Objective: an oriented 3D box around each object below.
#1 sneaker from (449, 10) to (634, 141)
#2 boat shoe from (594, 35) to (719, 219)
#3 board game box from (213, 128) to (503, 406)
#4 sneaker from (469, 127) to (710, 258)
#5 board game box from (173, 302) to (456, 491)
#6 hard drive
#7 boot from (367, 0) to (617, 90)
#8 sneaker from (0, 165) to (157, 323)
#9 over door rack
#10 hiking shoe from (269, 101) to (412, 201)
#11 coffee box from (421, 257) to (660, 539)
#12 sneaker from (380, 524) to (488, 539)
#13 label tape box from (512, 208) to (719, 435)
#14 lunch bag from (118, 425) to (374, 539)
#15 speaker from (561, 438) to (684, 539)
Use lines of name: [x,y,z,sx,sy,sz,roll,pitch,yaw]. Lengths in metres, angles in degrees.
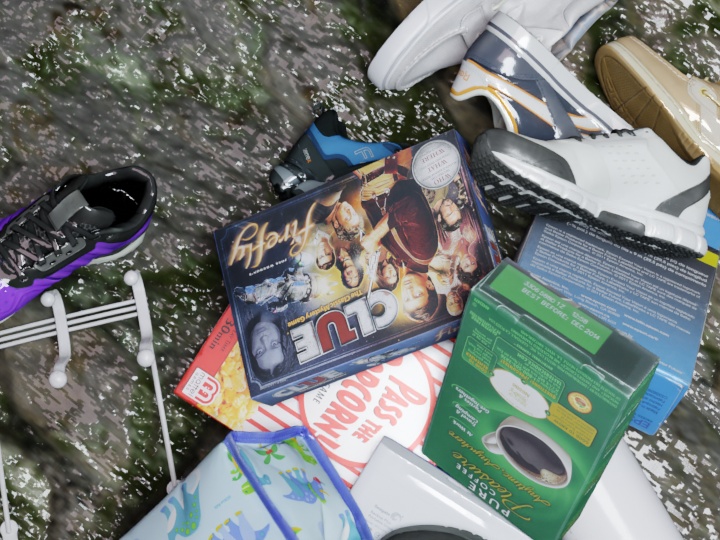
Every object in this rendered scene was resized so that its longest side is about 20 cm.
sneaker: [0.154,-0.103,1.017,0.200,0.078,0.079,38,97,-12]
boat shoe: [0.267,-0.111,1.038,0.069,0.074,0.200,-40,85,-15]
board game box: [0.000,0.000,0.957,0.199,0.035,0.136,-22,68,18]
sneaker: [0.165,-0.070,0.950,0.199,0.074,0.080,17,84,-27]
board game box: [-0.018,0.083,1.027,0.200,0.046,0.152,31,86,4]
hard drive: [0.022,0.240,0.987,0.132,0.025,0.200,32,104,4]
boot: [0.107,-0.185,1.043,0.200,0.074,0.096,-40,79,-3]
sneaker: [-0.230,-0.027,0.977,0.200,0.099,0.070,-33,87,-36]
over door rack: [-0.218,0.111,1.020,0.147,0.067,0.201,-13,83,0]
hiking shoe: [0.029,-0.055,1.023,0.199,0.074,0.087,29,81,11]
coffee box: [0.113,0.094,0.895,0.123,0.200,0.044,34,54,20]
sneaker: [0.087,0.238,0.907,0.199,0.082,0.073,23,109,22]
label tape box: [0.186,0.010,1.011,0.144,0.063,0.200,25,44,4]
lunch bag: [-0.070,0.237,0.932,0.170,0.127,0.200,-43,69,22]
speaker: [0.185,0.185,0.994,0.081,0.081,0.200,-30,83,-2]
